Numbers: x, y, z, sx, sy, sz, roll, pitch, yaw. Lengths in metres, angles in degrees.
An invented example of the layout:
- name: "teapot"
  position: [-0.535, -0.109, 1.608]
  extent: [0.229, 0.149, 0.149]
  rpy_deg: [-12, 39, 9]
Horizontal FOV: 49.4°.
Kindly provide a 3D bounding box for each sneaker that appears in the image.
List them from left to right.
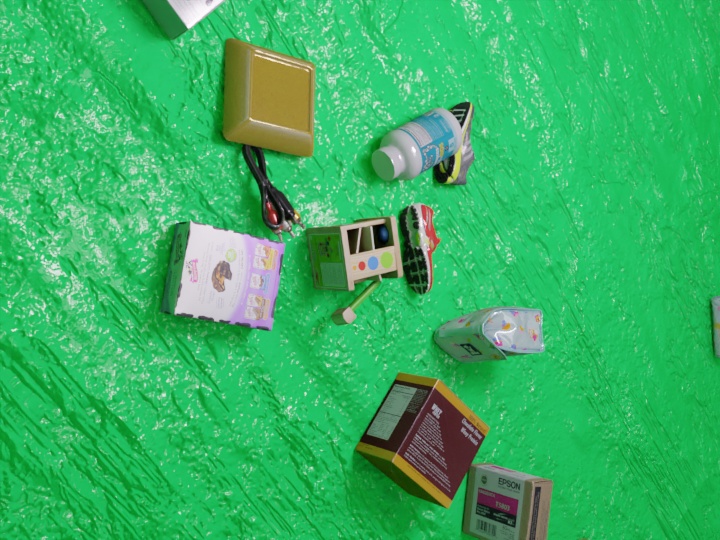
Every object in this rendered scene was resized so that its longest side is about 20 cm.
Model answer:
- name: "sneaker"
  position: [0.144, -0.048, 1.719]
  extent: [0.085, 0.077, 0.202]
  rpy_deg: [-7, 95, -41]
- name: "sneaker"
  position: [0.225, -0.286, 1.786]
  extent: [0.081, 0.074, 0.201]
  rpy_deg: [18, 85, -44]

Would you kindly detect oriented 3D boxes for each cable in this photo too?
- name: "cable"
  position: [-0.182, -0.146, 1.480]
  extent: [0.201, 0.050, 0.097]
  rpy_deg: [56, 43, 0]

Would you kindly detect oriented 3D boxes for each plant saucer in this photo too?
- name: "plant saucer"
  position: [-0.161, -0.333, 1.495]
  extent: [0.199, 0.048, 0.202]
  rpy_deg: [7, 79, -35]

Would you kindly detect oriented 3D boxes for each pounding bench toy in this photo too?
- name: "pounding bench toy"
  position: [0.000, 0.000, 1.581]
  extent: [0.155, 0.124, 0.202]
  rpy_deg: [-12, 97, -36]

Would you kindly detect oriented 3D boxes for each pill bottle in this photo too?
- name: "pill bottle"
  position: [0.117, -0.264, 1.674]
  extent: [0.200, 0.110, 0.111]
  rpy_deg: [-33, 109, -31]

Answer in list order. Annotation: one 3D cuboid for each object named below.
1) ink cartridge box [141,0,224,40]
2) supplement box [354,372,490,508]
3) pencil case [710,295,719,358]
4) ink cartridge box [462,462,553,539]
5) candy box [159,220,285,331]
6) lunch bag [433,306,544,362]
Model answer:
- name: "ink cartridge box"
  position: [-0.297, -0.532, 1.386]
  extent: [0.200, 0.083, 0.145]
  rpy_deg: [-49, 116, -25]
- name: "supplement box"
  position: [0.135, 0.360, 1.676]
  extent: [0.197, 0.132, 0.201]
  rpy_deg: [44, 66, -28]
- name: "pencil case"
  position: [1.144, 0.176, 2.442]
  extent: [0.090, 0.083, 0.202]
  rpy_deg: [-9, 96, -44]
- name: "ink cartridge box"
  position: [0.331, 0.539, 1.778]
  extent: [0.075, 0.199, 0.166]
  rpy_deg: [9, 84, -36]
- name: "candy box"
  position: [-0.250, 0.012, 1.432]
  extent: [0.199, 0.071, 0.169]
  rpy_deg: [14, 83, -36]
- name: "lunch bag"
  position: [0.288, 0.144, 1.763]
  extent: [0.199, 0.170, 0.123]
  rpy_deg: [1, 82, -36]
